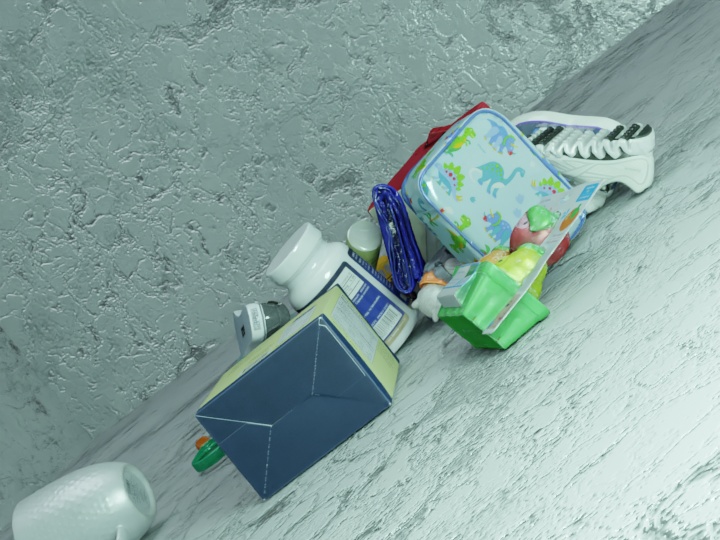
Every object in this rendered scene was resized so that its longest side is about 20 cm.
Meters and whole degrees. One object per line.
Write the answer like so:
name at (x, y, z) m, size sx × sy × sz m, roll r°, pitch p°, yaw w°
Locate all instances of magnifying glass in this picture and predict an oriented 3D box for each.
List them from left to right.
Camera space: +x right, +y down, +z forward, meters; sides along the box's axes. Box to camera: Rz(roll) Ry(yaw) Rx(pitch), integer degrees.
magnifying glass at (-0.245, 0.290, 2.079) m, size 0.079 × 0.022 × 0.200 m, roll -40°, pitch 8°, yaw -12°

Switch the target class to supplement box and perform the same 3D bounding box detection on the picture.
supplement box at (-0.071, 0.143, 1.574) m, size 0.200 × 0.135 × 0.200 m, roll -38°, pitch 5°, yaw 11°

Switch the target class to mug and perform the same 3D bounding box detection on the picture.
mug at (-0.388, 0.376, 1.842) m, size 0.175 × 0.148 × 0.201 m, roll -30°, pitch 37°, yaw 11°

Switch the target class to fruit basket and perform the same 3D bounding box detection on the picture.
fruit basket at (0.167, -0.014, 1.376) m, size 0.201 × 0.093 × 0.185 m, roll -59°, pitch 9°, yaw -8°

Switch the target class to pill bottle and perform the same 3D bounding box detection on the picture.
pill bottle at (-0.026, 0.033, 1.760) m, size 0.116 × 0.200 × 0.116 m, roll -47°, pitch 11°, yaw 12°

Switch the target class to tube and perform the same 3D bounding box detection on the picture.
tube at (0.000, 0.000, 1.863) m, size 0.058 × 0.052 × 0.200 m, roll -3°, pitch -30°, yaw -8°

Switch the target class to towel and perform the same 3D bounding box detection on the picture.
towel at (0.056, -0.046, 1.752) m, size 0.049 × 0.149 × 0.200 m, roll -14°, pitch 1°, yaw 3°

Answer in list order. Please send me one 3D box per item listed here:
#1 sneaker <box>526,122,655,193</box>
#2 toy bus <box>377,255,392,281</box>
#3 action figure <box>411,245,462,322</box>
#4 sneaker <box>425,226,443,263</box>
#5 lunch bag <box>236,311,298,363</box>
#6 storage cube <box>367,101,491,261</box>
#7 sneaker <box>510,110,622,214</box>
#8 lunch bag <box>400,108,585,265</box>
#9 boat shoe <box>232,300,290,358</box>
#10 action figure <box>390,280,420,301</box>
sneaker at (0.268, -0.132, 1.567) m, size 0.199 × 0.082 × 0.075 m, roll 5°, pitch 30°, yaw 40°
toy bus at (-0.008, 0.065, 2.113) m, size 0.200 × 0.078 × 0.065 m, roll -42°, pitch 6°, yaw -32°
action figure at (0.121, -0.010, 1.685) m, size 0.194 × 0.104 × 0.200 m, roll -57°, pitch 10°, yaw -32°
sneaker at (0.131, -0.047, 1.788) m, size 0.081 × 0.201 × 0.074 m, roll -2°, pitch 34°, yaw 4°
lunch bag at (-0.104, 0.155, 1.812) m, size 0.170 × 0.122 × 0.200 m, roll -32°, pitch 20°, yaw 33°
storage cube at (0.149, -0.109, 1.912) m, size 0.171 × 0.200 × 0.180 m, roll -32°, pitch 14°, yaw 44°
sneaker at (0.248, -0.128, 1.678) m, size 0.199 × 0.081 × 0.147 m, roll 6°, pitch 62°, yaw 43°
lunch bag at (0.163, -0.083, 1.532) m, size 0.161 × 0.200 × 0.082 m, roll -49°, pitch 10°, yaw -16°
boat shoe at (-0.133, 0.075, 1.751) m, size 0.066 × 0.070 × 0.200 m, roll -11°, pitch -11°, yaw -13°
action figure at (0.029, 0.065, 1.958) m, size 0.130 × 0.069 × 0.200 m, roll -44°, pitch -2°, yaw 33°
